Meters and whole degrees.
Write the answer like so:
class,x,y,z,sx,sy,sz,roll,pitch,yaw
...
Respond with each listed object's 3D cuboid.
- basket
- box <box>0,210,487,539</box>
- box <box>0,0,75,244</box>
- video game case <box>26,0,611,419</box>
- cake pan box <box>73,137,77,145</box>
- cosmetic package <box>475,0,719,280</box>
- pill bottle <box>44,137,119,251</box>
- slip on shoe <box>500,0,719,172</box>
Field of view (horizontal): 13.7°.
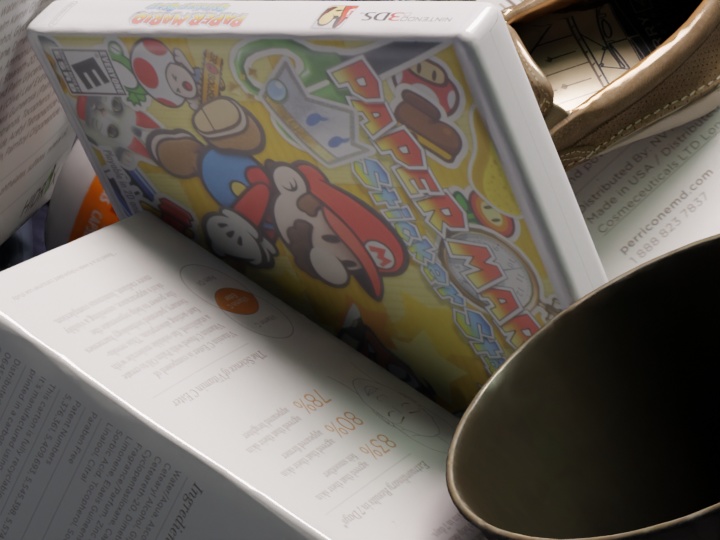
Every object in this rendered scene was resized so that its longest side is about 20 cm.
class,x,y,z,sx,sy,sz,roll,pitch,yaw
basket,0.140,0.105,0.847,0.200,0.136,0.180,55,-20,-19
box,-0.034,0.083,0.925,0.200,0.098,0.124,33,23,14
box,-0.196,-0.107,1.028,0.198,0.172,0.200,24,22,4
video game case,0.000,0.000,0.960,0.182,0.200,0.023,4,41,39
cake pan box,-0.077,-0.137,1.233,0.052,0.185,0.200,19,24,-9
cosmetic package,0.146,-0.033,1.186,0.165,0.165,0.200,45,-5,35
pill bottle,-0.008,0.003,1.103,0.200,0.113,0.113,33,23,12
slip on shoe,0.049,-0.059,1.043,0.199,0.061,0.076,-22,64,-15
